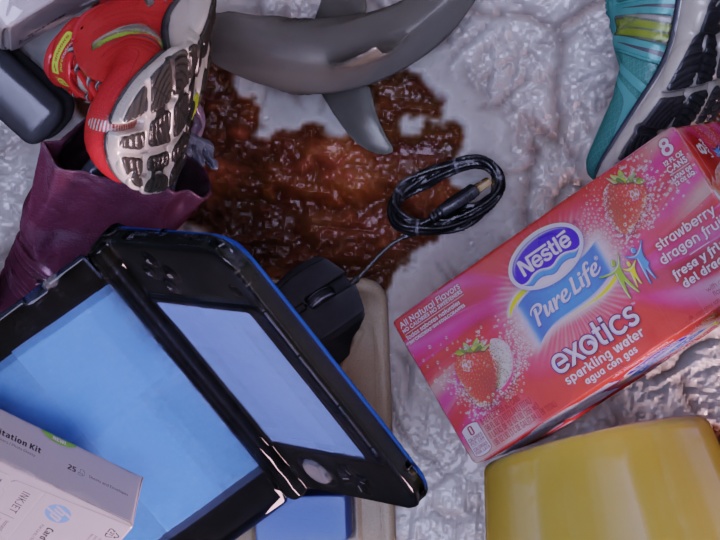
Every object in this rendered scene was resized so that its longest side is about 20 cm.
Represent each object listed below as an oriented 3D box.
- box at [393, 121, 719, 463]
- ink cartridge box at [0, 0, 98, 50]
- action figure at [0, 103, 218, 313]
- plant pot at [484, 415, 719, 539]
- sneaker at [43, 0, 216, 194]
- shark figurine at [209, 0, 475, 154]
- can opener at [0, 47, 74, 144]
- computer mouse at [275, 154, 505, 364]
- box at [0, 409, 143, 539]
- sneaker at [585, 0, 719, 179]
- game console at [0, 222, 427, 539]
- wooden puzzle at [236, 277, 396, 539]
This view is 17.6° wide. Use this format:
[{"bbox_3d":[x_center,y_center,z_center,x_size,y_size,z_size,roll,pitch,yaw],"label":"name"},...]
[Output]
[{"bbox_3d":[0.132,0.011,1.264,0.200,0.100,0.096,-36,79,25],"label":"box"},{"bbox_3d":[-0.188,-0.245,1.289,0.144,0.084,0.201,-32,93,-9],"label":"ink cartridge box"},{"bbox_3d":[-0.176,-0.009,1.314,0.133,0.149,0.200,24,120,-26],"label":"action figure"},{"bbox_3d":[0.148,0.186,1.278,0.199,0.201,0.190,-14,79,8],"label":"plant pot"},{"bbox_3d":[-0.129,-0.099,1.237,0.084,0.200,0.078,8,113,2],"label":"sneaker"},{"bbox_3d":[0.020,-0.146,1.296,0.214,0.090,0.128,-35,93,11],"label":"shark figurine"},{"bbox_3d":[-0.236,-0.162,1.339,0.200,0.053,0.067,42,100,-1],"label":"can opener"},{"bbox_3d":[0.000,0.000,1.320,0.200,0.034,0.059,-41,73,-5],"label":"computer mouse"},{"bbox_3d":[-0.240,0.125,1.260,0.199,0.041,0.156,28,130,-16],"label":"box"},{"bbox_3d":[0.170,-0.139,1.296,0.079,0.077,0.201,28,105,32],"label":"sneaker"},{"bbox_3d":[-0.093,0.085,1.240,0.119,0.170,0.200,-52,122,-23],"label":"game console"},{"bbox_3d":[-0.073,0.107,1.357,0.184,0.046,0.202,-2,97,7],"label":"wooden puzzle"}]
